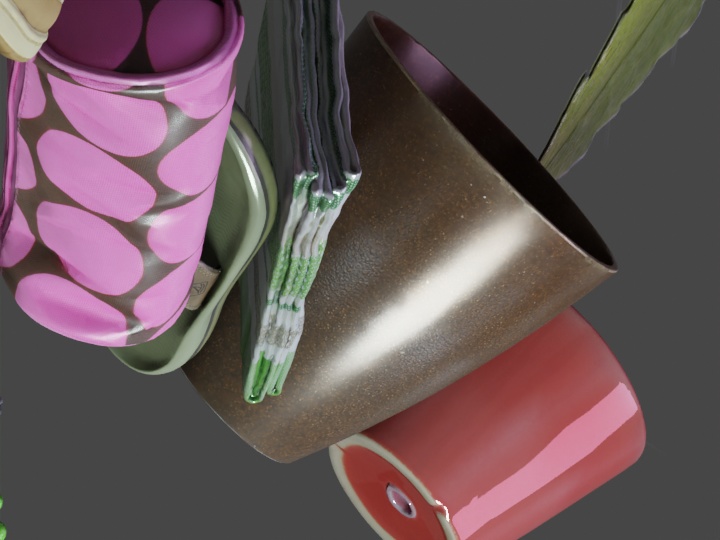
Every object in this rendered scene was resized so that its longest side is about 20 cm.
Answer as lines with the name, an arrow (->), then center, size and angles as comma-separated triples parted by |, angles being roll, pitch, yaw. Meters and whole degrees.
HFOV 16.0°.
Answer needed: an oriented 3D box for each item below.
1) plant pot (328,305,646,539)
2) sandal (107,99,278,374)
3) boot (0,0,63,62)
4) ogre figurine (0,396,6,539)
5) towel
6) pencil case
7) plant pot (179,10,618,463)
plant pot -> 0.085, 0.121, 1.920 | 0.177, 0.200, 0.201 | -40, 162, -24
sandal -> -0.089, -0.015, 1.146 | 0.057, 0.080, 0.202 | -29, 153, -37
boot -> -0.097, -0.156, 0.762 | 0.156, 0.073, 0.200 | -53, 162, -7
ogre figurine -> -0.206, 0.139, 1.033 | 0.200, 0.098, 0.120 | -43, -174, 2
towel -> -0.033, -0.047, 1.193 | 0.200, 0.030, 0.150 | 108, -18, -58
pencil case -> -0.101, -0.049, 0.991 | 0.201, 0.093, 0.091 | 104, -22, -55
plant pot -> 0.000, 0.000, 1.347 | 0.200, 0.187, 0.187 | -44, 170, 10
